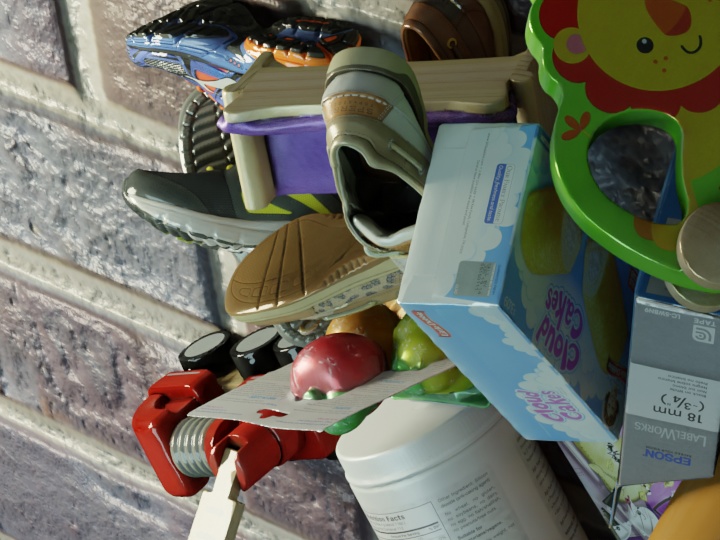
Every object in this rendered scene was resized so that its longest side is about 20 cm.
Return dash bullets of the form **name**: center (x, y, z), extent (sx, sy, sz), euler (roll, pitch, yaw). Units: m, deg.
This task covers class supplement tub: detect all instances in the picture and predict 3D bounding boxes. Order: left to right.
- **supplement tub**: center (0.083, 0.180, 1.861), extent (0.132, 0.132, 0.201), euler (-12, 111, 50)

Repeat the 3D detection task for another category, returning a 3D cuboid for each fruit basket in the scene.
- **fruit basket**: center (0.011, 0.067, 1.753), extent (0.185, 0.199, 0.094), euler (0, 117, 58)

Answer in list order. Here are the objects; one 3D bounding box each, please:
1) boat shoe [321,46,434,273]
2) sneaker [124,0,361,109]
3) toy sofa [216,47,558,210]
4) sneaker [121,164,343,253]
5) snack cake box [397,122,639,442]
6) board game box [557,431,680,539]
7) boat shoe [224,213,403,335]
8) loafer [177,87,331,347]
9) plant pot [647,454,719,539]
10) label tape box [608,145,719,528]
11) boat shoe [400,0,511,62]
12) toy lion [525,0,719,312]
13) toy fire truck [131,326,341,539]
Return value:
- **boat shoe**: center (0.021, -0.040, 1.563), extent (0.074, 0.069, 0.200), euler (-4, 141, 24)
- **sneaker**: center (-0.083, -0.132, 1.813), extent (0.199, 0.075, 0.079), euler (16, 122, 40)
- **toy sofa**: center (0.018, -0.081, 1.622), extent (0.199, 0.098, 0.083), euler (-1, 118, 19)
- **sneaker**: center (-0.061, -0.053, 1.813), extent (0.199, 0.085, 0.074), euler (10, 174, -3)
- **snack cake box**: center (0.100, 0.010, 1.563), extent (0.067, 0.116, 0.200), euler (1, 156, 28)
- **board game box**: center (0.178, 0.108, 1.784), extent (0.120, 0.032, 0.201), euler (-22, 104, 50)
- **boat shoe**: center (0.000, 0.000, 1.727), extent (0.199, 0.074, 0.063), euler (-18, 137, 34)
- **loafer**: center (-0.068, -0.039, 1.878), extent (0.070, 0.075, 0.201), euler (4, -117, -85)
- **plant pot**: center (0.260, 0.174, 1.624), extent (0.200, 0.183, 0.201), euler (27, 138, 28)
- **label tape box**: center (0.199, 0.044, 1.605), extent (0.063, 0.145, 0.201), euler (11, 136, 11)
- **boat shoe**: center (0.064, -0.090, 1.704), extent (0.072, 0.068, 0.201), euler (13, 129, 39)
- **toy lion**: center (0.170, -0.106, 1.486), extent (0.191, 0.201, 0.069), euler (30, 167, 6)
- **toy fire truck**: center (-0.103, 0.145, 1.968), extent (0.175, 0.200, 0.129), euler (-6, 115, 48)
